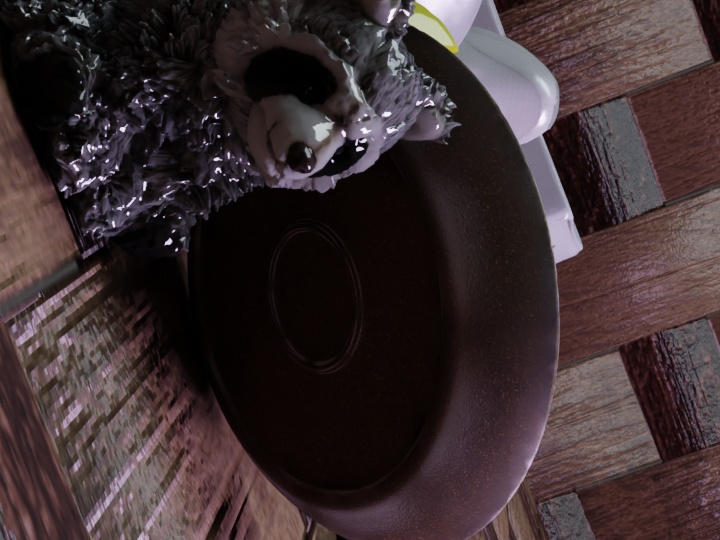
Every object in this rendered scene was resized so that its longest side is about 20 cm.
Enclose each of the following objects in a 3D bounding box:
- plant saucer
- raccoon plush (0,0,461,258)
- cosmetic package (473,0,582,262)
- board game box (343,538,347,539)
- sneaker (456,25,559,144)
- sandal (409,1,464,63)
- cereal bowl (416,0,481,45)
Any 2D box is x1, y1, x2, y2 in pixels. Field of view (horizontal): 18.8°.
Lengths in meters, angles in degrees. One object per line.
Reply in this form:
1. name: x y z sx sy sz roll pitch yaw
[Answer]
1. plant saucer: -0.007 0.008 0.801 0.199 0.032 0.202 15 -71 49
2. raccoon plush: -0.049 -0.098 0.751 0.097 0.133 0.201 60 11 -56
3. cosmetic package: 0.036 -0.086 1.451 0.167 0.165 0.201 41 29 -79
4. board game box: 0.040 0.205 1.106 0.136 0.034 0.201 -105 173 -52
5. sneaker: 0.004 -0.090 1.119 0.080 0.198 0.071 -84 -176 -63
6. sandal: -0.015 -0.018 0.884 0.087 0.079 0.202 31 -64 39
7. cereal bowl: -0.030 -0.177 1.002 0.200 0.083 0.202 26 -57 47
